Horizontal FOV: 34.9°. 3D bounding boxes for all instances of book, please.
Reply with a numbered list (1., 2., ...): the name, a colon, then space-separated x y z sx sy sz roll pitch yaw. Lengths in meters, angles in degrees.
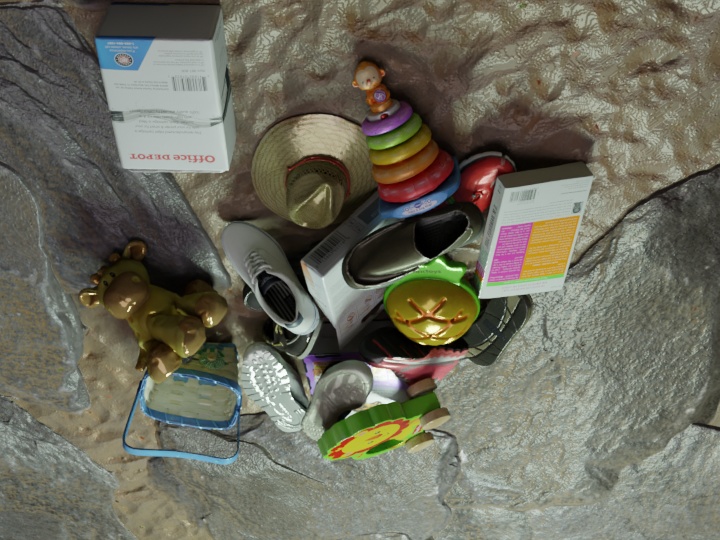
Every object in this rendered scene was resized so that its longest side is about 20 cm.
1. book: 0.231 -0.051 1.565 0.133 0.048 0.201 -10 136 -20

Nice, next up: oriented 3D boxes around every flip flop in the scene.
1. flip flop: 0.202 0.077 1.713 0.081 0.058 0.200 42 140 6

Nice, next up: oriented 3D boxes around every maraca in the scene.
1. maraca: 0.096 0.035 1.589 0.136 0.108 0.200 -4 146 9

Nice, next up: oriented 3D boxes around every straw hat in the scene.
1. straw hat: -0.059 -0.105 1.543 0.199 0.085 0.202 3 134 3

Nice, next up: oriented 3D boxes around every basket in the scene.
1. basket: -0.269 0.204 1.779 0.175 0.201 0.140 7 142 -6

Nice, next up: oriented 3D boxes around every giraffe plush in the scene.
1. giraffe plush: -0.317 0.048 1.692 0.162 0.173 0.200 46 157 -21

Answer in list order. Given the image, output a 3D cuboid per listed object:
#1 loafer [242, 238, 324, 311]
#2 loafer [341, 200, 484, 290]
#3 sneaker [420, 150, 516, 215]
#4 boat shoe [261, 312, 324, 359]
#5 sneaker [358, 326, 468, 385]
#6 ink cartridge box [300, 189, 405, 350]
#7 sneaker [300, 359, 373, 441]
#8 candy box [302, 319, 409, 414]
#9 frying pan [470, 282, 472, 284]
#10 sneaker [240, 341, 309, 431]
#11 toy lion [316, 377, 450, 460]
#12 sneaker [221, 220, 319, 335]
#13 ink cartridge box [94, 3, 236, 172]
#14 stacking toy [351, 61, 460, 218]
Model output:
1. loafer: -0.095 0.018 1.675 0.199 0.073 0.073 -27 127 28
2. loafer: 0.063 -0.037 1.473 0.199 0.070 0.076 -28 84 8
3. sneaker: 0.139 -0.080 1.550 0.077 0.085 0.200 28 131 -23
4. boat shoe: -0.103 0.088 1.696 0.060 0.072 0.201 27 166 -10
5. sneaker: 0.073 0.137 1.676 0.199 0.074 0.087 1 124 -41
6. ink cartridge box: 0.000 0.000 1.610 0.050 0.162 0.200 37 158 25
7. sneaker: -0.020 0.163 1.684 0.076 0.111 0.200 30 139 2
8. candy box: 0.005 0.173 1.819 0.166 0.072 0.201 -3 133 7
9. frying pan: 0.130 0.028 1.689 0.190 0.031 0.115 -36 133 18
10. sneaker: -0.136 0.172 1.817 0.076 0.081 0.201 -12 135 11
11. toy lion: 0.027 0.237 1.694 0.190 0.069 0.200 -19 159 -15
12. sneaker: -0.129 0.003 1.596 0.073 0.200 0.071 -43 161 3
13. ink cartridge box: -0.239 -0.227 1.441 0.143 0.085 0.201 2 133 4
14. stacking toy: 0.044 -0.177 1.469 0.115 0.110 0.201 -20 116 13
